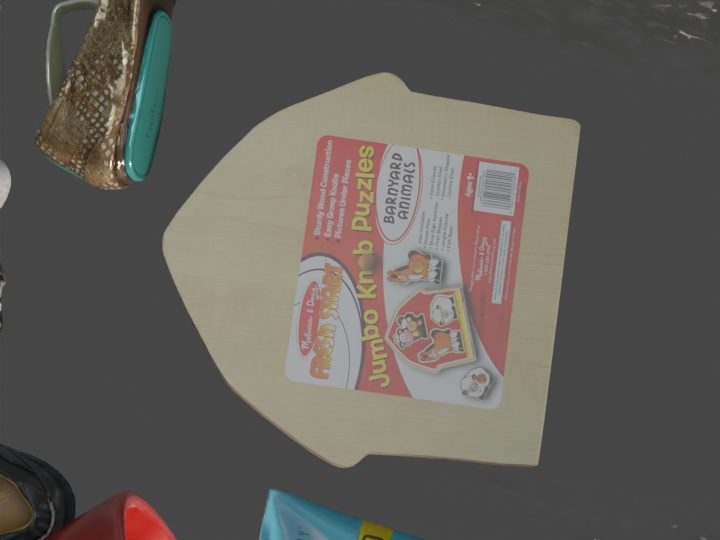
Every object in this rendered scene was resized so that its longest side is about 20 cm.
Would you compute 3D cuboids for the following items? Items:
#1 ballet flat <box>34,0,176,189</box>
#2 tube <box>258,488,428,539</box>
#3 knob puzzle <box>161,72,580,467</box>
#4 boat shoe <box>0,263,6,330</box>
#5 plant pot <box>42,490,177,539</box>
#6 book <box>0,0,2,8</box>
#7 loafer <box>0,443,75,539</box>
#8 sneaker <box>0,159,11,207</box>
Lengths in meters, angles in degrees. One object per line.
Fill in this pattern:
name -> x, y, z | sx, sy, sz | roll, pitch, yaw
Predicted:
ballet flat -> -0.119, -0.141, 1.243 | 0.065, 0.071, 0.201 | 11, 75, 13
tube -> 0.043, 0.166, 1.208 | 0.199, 0.050, 0.078 | 12, 72, 4
knob puzzle -> 0.000, 0.000, 1.239 | 0.218, 0.030, 0.221 | 1, 80, -3
boat shoe -> -0.255, 0.036, 1.148 | 0.199, 0.068, 0.072 | -18, 65, -34
plant pot -> -0.144, 0.224, 1.118 | 0.177, 0.200, 0.201 | -24, 82, 3
book -> -0.291, -0.158, 1.223 | 0.200, 0.048, 0.134 | 36, 50, 4
loafer -> -0.235, 0.091, 1.188 | 0.199, 0.072, 0.073 | 13, 80, 0
sneaker -> -0.275, -0.035, 1.208 | 0.199, 0.076, 0.105 | -26, 81, -7
